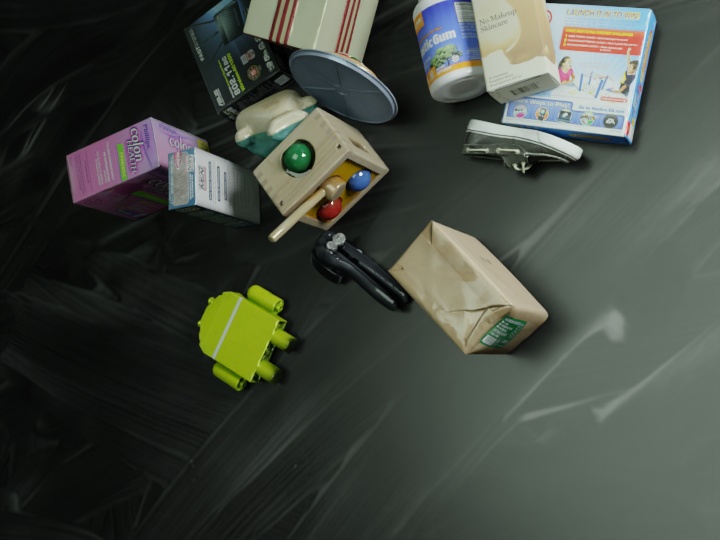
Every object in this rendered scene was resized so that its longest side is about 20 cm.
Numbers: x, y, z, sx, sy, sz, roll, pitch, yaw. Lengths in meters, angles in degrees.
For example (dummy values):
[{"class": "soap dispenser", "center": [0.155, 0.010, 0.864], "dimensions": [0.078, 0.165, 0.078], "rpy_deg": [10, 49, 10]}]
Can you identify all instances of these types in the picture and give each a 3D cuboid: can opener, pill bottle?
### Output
[{"class": "can opener", "center": [0.000, 0.000, 1.648], "dimensions": [0.199, 0.079, 0.063], "rpy_deg": [32, 58, 23]}, {"class": "pill bottle", "center": [0.147, -0.386, 1.589], "dimensions": [0.111, 0.112, 0.201], "rpy_deg": [-18, 75, 23]}]

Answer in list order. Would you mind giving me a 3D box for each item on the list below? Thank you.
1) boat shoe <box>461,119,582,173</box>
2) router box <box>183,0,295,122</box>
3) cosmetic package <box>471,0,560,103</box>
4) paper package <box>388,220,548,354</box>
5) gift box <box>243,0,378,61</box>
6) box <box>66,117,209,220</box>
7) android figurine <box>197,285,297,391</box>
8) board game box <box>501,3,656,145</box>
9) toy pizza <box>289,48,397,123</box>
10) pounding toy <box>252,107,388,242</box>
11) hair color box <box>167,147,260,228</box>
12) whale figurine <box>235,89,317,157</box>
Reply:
[{"class": "boat shoe", "center": [0.252, -0.187, 1.538], "dimensions": [0.199, 0.071, 0.064], "rpy_deg": [17, 90, 35]}, {"class": "router box", "center": [-0.224, -0.400, 1.804], "dimensions": [0.149, 0.062, 0.201], "rpy_deg": [-31, 71, 21]}, {"class": "cosmetic package", "center": [0.235, -0.372, 1.503], "dimensions": [0.105, 0.071, 0.202], "rpy_deg": [-15, 76, 25]}, {"class": "paper package", "center": [0.166, 0.031, 1.474], "dimensions": [0.104, 0.200, 0.191], "rpy_deg": [-48, 67, 13]}, {"class": "gift box", "center": [-0.060, -0.462, 1.672], "dimensions": [0.199, 0.184, 0.188], "rpy_deg": [19, 100, 24]}, {"class": "box", "center": [-0.402, -0.182, 1.799], "dimensions": [0.199, 0.176, 0.097], "rpy_deg": [-20, 74, 22]}, {"class": "android figurine", "center": [-0.208, 0.116, 1.737], "dimensions": [0.199, 0.041, 0.183], "rpy_deg": [26, 95, 26]}, {"class": "board game box", "center": [0.338, -0.307, 1.515], "dimensions": [0.199, 0.056, 0.197], "rpy_deg": [12, 88, 27]}, {"class": "toy pizza", "center": [-0.026, -0.312, 1.623], "dimensions": [0.199, 0.200, 0.032], "rpy_deg": [19, 74, 27]}, {"class": "pounding toy", "center": [-0.073, -0.144, 1.616], "dimensions": [0.184, 0.200, 0.142], "rpy_deg": [-43, 68, 15]}, {"class": "hair color box", "center": [-0.252, -0.140, 1.705], "dimensions": [0.060, 0.200, 0.101], "rpy_deg": [-7, 79, 25]}, {"class": "whale figurine", "center": [-0.137, -0.241, 1.681], "dimensions": [0.158, 0.200, 0.104], "rpy_deg": [-28, 111, -11]}]
